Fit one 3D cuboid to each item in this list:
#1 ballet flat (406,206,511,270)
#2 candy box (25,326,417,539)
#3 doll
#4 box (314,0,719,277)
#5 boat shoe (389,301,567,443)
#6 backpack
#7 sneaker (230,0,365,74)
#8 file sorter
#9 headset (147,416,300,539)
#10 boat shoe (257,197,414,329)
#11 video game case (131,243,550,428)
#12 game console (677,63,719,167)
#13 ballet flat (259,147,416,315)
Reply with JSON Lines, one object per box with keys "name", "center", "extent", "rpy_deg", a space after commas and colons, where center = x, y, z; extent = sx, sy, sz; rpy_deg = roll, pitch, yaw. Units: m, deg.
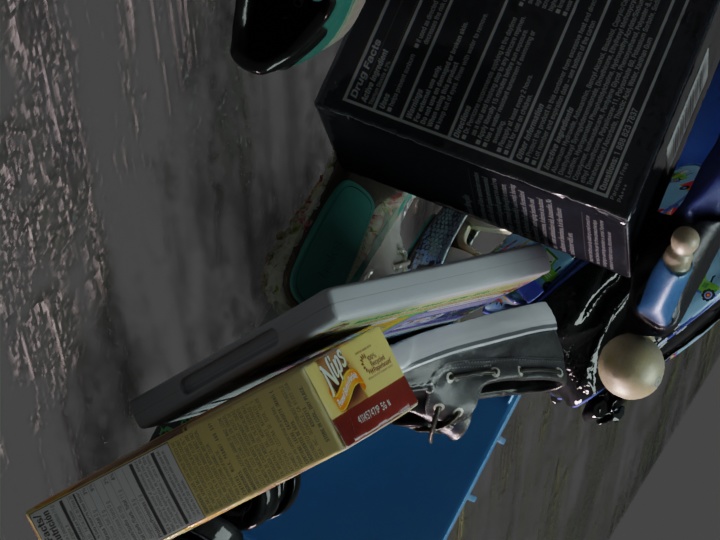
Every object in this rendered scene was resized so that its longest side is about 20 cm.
{"name": "ballet flat", "center": [0.083, -0.031, 1.814], "extent": [0.200, 0.074, 0.074], "rpy_deg": [-61, 165, -3]}
{"name": "candy box", "center": [-0.077, 0.106, 1.355], "extent": [0.200, 0.055, 0.115], "rpy_deg": [-29, 178, 24]}
{"name": "doll", "center": [0.193, -0.017, 1.417], "extent": [0.201, 0.048, 0.136], "rpy_deg": [-63, 177, 2]}
{"name": "box", "center": [0.106, -0.133, 1.434], "extent": [0.123, 0.198, 0.201], "rpy_deg": [68, 45, -72]}
{"name": "boat shoe", "center": [0.053, 0.073, 1.503], "extent": [0.200, 0.066, 0.070], "rpy_deg": [-14, 168, -42]}
{"name": "backpack", "center": [0.189, -0.004, 1.670], "extent": [0.200, 0.135, 0.183], "rpy_deg": [-38, -175, -2]}
{"name": "sneaker", "center": [-0.017, -0.184, 1.220], "extent": [0.080, 0.071, 0.200], "rpy_deg": [-49, 162, -52]}
{"name": "file sorter", "center": [0.021, 0.129, 1.689], "extent": [0.201, 0.138, 0.123], "rpy_deg": [-62, 168, -3]}
{"name": "headset", "center": [-0.103, 0.150, 1.557], "extent": [0.124, 0.094, 0.201], "rpy_deg": [-46, 143, -34]}
{"name": "boat shoe", "center": [0.000, 0.000, 1.598], "extent": [0.200, 0.066, 0.072], "rpy_deg": [-56, 164, -21]}
{"name": "video game case", "center": [-0.011, 0.038, 1.430], "extent": [0.182, 0.022, 0.200], "rpy_deg": [-29, 168, 40]}
{"name": "game console", "center": [0.232, -0.117, 1.971], "extent": [0.200, 0.118, 0.171], "rpy_deg": [-47, 178, -44]}
{"name": "ballet flat", "center": [-0.003, -0.055, 1.521], "extent": [0.200, 0.076, 0.064], "rpy_deg": [-53, -158, -15]}
